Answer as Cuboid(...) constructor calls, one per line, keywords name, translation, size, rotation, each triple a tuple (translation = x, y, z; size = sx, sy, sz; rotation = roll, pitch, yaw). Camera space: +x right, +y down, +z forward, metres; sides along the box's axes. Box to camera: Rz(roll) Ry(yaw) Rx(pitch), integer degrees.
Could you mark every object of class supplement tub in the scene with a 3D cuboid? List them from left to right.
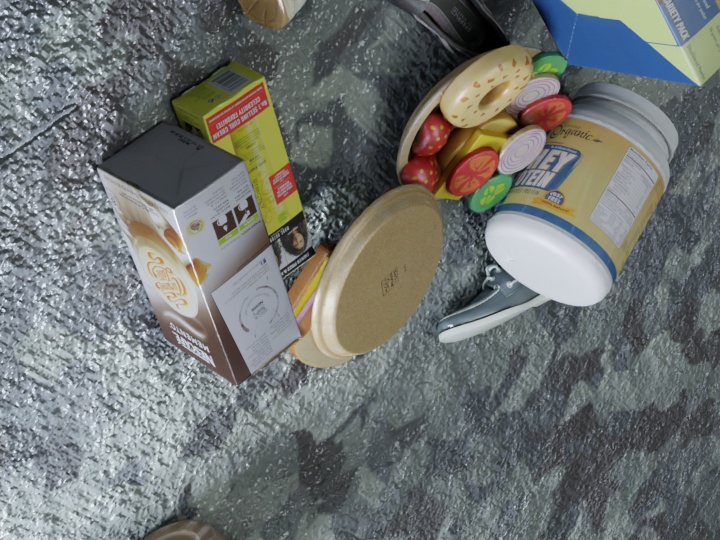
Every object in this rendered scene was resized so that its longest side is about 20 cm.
Cuboid(name="supplement tub", translation=(0.234, -0.081, 1.670), size=(0.201, 0.144, 0.145), rotation=(-58, 139, -18))

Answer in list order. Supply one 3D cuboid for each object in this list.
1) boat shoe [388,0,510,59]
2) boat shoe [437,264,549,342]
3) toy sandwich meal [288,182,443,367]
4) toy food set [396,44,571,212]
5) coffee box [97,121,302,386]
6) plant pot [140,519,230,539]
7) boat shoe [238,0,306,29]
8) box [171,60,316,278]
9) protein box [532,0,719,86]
Cuboid(name="boat shoe", translation=(0.078, -0.256, 1.495), size=(0.200, 0.057, 0.067), rotation=(34, 86, -48))
Cuboid(name="boat shoe", translation=(0.157, 0.021, 1.737), size=(0.199, 0.073, 0.062), rotation=(-23, 83, -27))
Cuboid(name="toy sandwich meal", translation=(0.000, 0.000, 1.530), size=(0.205, 0.070, 0.206), rotation=(-38, 145, -33))
Cuboid(name="toy food set", translation=(0.123, -0.140, 1.563), size=(0.197, 0.049, 0.200), rotation=(3, 131, -51))
Cuboid(name="coffee box", translation=(-0.136, -0.013, 1.371), size=(0.080, 0.114, 0.201), rotation=(-38, 133, -25))
Cuboid(name="plant pot", translation=(-0.147, 0.338, 1.511), size=(0.200, 0.200, 0.174), rotation=(-39, 118, -23))
Cuboid(name="boat shoe", translation=(-0.080, -0.302, 1.311), size=(0.069, 0.073, 0.201), rotation=(-43, 137, -37))
Cuboid(name="box", translation=(-0.100, -0.080, 1.417), size=(0.075, 0.050, 0.201), rotation=(-36, 132, -25))
Cuboid(name="protein box", translation=(0.283, -0.291, 1.450), size=(0.200, 0.198, 0.135), rotation=(-43, 119, -14))
